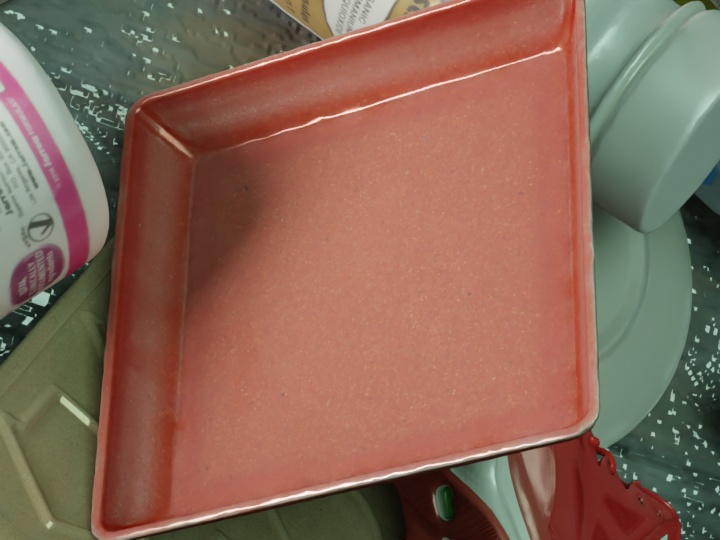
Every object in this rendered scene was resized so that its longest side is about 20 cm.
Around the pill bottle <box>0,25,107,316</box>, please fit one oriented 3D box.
[{"bbox_3d":[-0.203,-0.004,0.930,0.200,0.113,0.113,-34,91,-22],"label":"pill bottle"}]

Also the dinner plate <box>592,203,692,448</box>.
[{"bbox_3d":[0.058,-0.015,1.069,0.200,0.024,0.201,8,69,-22],"label":"dinner plate"}]

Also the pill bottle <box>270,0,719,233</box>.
[{"bbox_3d":[0.060,-0.108,1.025,0.200,0.114,0.114,37,67,14],"label":"pill bottle"}]

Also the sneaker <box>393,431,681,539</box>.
[{"bbox_3d":[0.066,0.067,1.017,0.115,0.078,0.200,1,85,-50],"label":"sneaker"}]

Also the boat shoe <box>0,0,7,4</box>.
[{"bbox_3d":[-0.166,-0.136,1.005,0.200,0.069,0.071,-43,92,-24],"label":"boat shoe"}]

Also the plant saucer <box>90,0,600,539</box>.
[{"bbox_3d":[0.000,0.000,0.937,0.037,0.200,0.200,45,37,-47],"label":"plant saucer"}]

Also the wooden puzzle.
[{"bbox_3d":[-0.068,0.097,0.973,0.185,0.046,0.200,42,42,-5],"label":"wooden puzzle"}]

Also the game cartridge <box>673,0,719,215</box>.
[{"bbox_3d":[0.145,-0.101,1.068,0.040,0.133,0.200,-32,74,-23],"label":"game cartridge"}]
